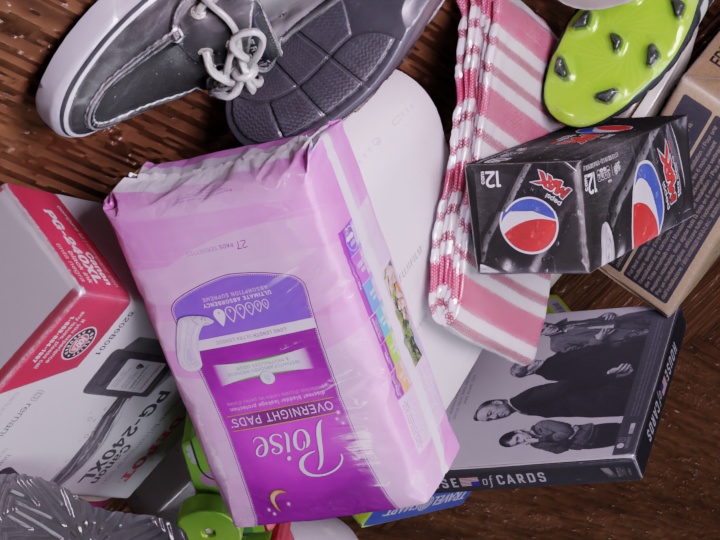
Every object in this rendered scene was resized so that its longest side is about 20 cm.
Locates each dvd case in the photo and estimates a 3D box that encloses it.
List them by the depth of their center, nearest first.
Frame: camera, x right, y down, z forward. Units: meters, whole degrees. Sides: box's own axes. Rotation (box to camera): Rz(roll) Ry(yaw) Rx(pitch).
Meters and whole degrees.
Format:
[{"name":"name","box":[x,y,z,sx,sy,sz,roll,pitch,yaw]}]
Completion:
[{"name":"dvd case","box":[0.094,0.081,1.722,0.150,0.200,0.025,-66,142,-48]}]

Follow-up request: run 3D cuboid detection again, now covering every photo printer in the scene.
[{"name":"photo printer","box":[0.000,0.000,1.515,0.166,0.069,0.200,-54,139,-43]}]

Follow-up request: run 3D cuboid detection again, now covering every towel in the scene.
[{"name":"towel","box":[0.080,-0.052,1.571,0.146,0.030,0.200,28,68,-64]}]

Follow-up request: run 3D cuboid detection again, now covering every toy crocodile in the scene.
[{"name":"toy crocodile","box":[-0.063,0.150,1.543,0.062,0.068,0.200,-5,126,10]}]

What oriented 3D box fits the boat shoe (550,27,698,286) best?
[{"name":"boat shoe","box":[0.137,-0.076,1.698,0.202,0.060,0.072,-58,168,14]}]

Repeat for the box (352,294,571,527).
[{"name":"box","box":[0.062,0.105,1.927,0.122,0.048,0.200,-6,138,-51]}]

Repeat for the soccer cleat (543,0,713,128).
[{"name":"soccer cleat","box":[0.179,-0.161,1.594,0.200,0.067,0.081,-54,162,-3]}]

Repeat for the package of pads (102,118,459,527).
[{"name":"package of pads","box":[-0.039,0.030,1.393,0.120,0.200,0.076,-10,-158,25]}]

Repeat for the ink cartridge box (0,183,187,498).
[{"name":"ink cartridge box","box":[-0.155,0.042,1.467,0.145,0.083,0.200,-48,154,16]}]

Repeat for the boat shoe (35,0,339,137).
[{"name":"boat shoe","box":[-0.065,-0.121,1.341,0.199,0.068,0.074,-35,155,-10]}]

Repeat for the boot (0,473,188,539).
[{"name":"boot","box":[-0.216,0.175,1.499,0.200,0.066,0.165,-21,149,38]}]

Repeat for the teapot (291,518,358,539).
[{"name":"teapot","box":[-0.085,0.243,1.826,0.146,0.197,0.200,9,111,-17]}]

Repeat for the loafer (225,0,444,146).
[{"name":"loafer","box":[0.012,-0.137,1.428,0.200,0.072,0.063,-50,158,14]}]

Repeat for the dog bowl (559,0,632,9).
[{"name":"dog bowl","box":[0.158,-0.235,1.474,0.200,0.059,0.200,-33,154,-18]}]

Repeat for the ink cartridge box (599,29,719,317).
[{"name":"ink cartridge box","box":[0.236,-0.091,1.736,0.200,0.075,0.165,-48,169,-47]}]

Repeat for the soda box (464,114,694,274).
[{"name":"soda box","box":[0.128,-0.045,1.555,0.200,0.071,0.063,-24,111,-64]}]

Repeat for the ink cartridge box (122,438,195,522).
[{"name":"ink cartridge box","box":[-0.055,0.077,1.687,0.200,0.067,0.116,-43,155,7]}]

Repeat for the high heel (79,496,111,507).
[{"name":"high heel","box":[-0.222,0.124,1.547,0.096,0.067,0.200,-40,149,18]}]
